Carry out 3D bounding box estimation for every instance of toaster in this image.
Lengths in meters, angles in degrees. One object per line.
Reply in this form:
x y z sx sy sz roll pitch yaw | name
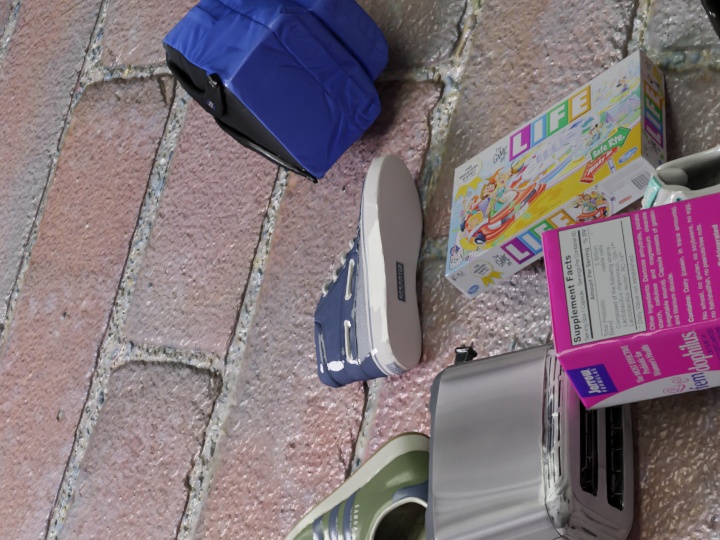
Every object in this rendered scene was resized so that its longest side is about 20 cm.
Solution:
0.127 0.137 1.324 0.128 0.113 0.202 -18 55 35 | toaster

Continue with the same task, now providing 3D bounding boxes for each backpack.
-0.078 -0.194 1.670 0.168 0.163 0.200 -46 31 -10 | backpack

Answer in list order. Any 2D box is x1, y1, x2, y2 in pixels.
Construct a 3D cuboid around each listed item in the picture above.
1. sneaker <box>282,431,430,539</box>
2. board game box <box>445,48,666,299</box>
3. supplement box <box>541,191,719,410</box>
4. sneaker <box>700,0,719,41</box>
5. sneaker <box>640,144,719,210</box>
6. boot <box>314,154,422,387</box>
0.000 0.228 1.442 0.200 0.067 0.090 -47 39 15 | sneaker
0.156 -0.076 1.424 0.199 0.034 0.135 -33 31 32 | board game box
0.234 0.016 1.224 0.198 0.101 0.104 -12 60 17 | supplement box
0.316 -0.165 1.283 0.071 0.098 0.201 -53 44 10 | sneaker
0.230 -0.041 1.318 0.200 0.088 0.076 -40 48 26 | sneaker
0.000 0.000 1.550 0.090 0.073 0.202 -16 61 34 | boot
